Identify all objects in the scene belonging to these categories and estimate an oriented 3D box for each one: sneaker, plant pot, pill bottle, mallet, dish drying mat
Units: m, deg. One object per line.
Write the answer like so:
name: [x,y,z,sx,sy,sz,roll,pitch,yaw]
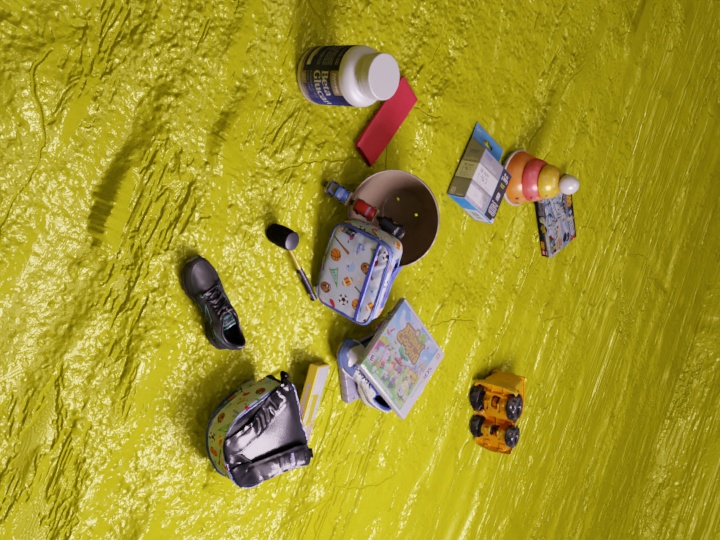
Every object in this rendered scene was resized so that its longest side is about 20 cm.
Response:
sneaker: [0.020,0.231,1.661,0.075,0.087,0.202,-45,125,-19]
sneaker: [-0.264,0.062,1.391,0.075,0.078,0.203,-38,123,-30]
plant pot: [0.081,-0.117,1.625,0.134,0.196,0.205,-36,132,-74]
pill bottle: [-0.022,-0.370,1.428,0.110,0.198,0.114,-13,109,-40]
mallet: [-0.122,-0.009,1.518,0.041,0.065,0.202,-44,128,-23]
dish drying mat: [0.057,-0.327,1.644,0.202,0.018,0.077,-58,133,-18]

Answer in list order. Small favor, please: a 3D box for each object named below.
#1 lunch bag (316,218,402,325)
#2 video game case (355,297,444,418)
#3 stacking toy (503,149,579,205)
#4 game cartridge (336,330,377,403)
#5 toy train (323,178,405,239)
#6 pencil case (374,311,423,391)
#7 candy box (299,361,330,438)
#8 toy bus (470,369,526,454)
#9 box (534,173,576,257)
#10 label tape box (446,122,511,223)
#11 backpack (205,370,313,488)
lunch bag: [0.000,0.000,1.548,0.075,0.158,0.203,-23,136,-56]
video game case: [0.092,0.194,1.648,0.183,0.022,0.201,-53,127,-23]
stacking toy: [0.474,-0.232,1.944,0.144,0.198,0.150,-13,109,-40]
game cartridge: [0.030,0.210,1.747,0.198,0.038,0.132,-23,120,-38]
toy train: [0.006,-0.126,1.545,0.034,0.198,0.046,-57,175,6]
pencil case: [0.092,0.200,1.729,0.084,0.084,0.204,-16,114,-2]
candy box: [-0.113,0.296,1.602,0.102,0.026,0.204,22,83,-80]
toy bus: [0.400,0.378,2.097,0.191,0.133,0.205,-29,123,-53]
box: [0.560,-0.158,2.158,0.136,0.039,0.204,-33,122,-32]
label tape box: [0.311,-0.243,1.879,0.143,0.063,0.203,32,79,-44]
backpack: [-0.209,0.315,1.460,0.189,0.152,0.204,-33,115,-42]
